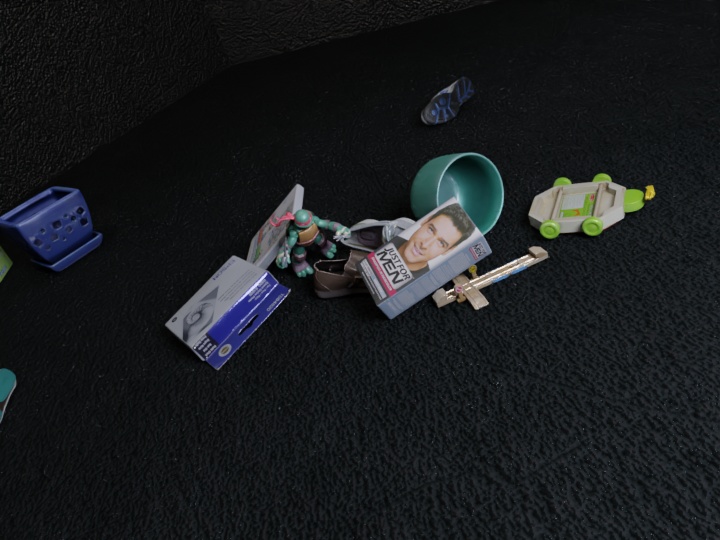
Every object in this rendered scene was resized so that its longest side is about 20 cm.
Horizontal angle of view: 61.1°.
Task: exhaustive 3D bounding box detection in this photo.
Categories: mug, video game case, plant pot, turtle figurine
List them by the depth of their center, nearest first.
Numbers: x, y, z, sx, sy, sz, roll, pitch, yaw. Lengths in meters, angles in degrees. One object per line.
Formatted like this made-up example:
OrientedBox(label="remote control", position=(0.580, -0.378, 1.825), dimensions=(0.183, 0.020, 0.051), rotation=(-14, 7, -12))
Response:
OrientedBox(label="mug", position=(0.156, -0.125, 1.110), dimensions=(0.185, 0.152, 0.114), rotation=(-39, 22, -20))
OrientedBox(label="turtle figurine", position=(-0.095, -0.060, 1.137), dimensions=(0.149, 0.200, 0.101), rotation=(-22, 72, -7))
OrientedBox(label="video game case", position=(-0.186, -0.075, 1.297), dimensions=(0.182, 0.024, 0.200), rotation=(-47, 22, 23))
OrientedBox(label="plant pot", position=(-0.879, -0.114, 1.748), dimensions=(0.200, 0.180, 0.200), rotation=(11, 45, 43))

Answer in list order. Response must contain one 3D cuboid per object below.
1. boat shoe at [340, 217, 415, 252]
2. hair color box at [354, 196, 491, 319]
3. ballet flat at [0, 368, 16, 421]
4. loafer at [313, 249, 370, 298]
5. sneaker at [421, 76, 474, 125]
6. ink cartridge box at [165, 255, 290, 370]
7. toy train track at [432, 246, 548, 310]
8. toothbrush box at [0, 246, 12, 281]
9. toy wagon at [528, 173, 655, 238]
OrientedBox(label="boat shoe", position=(0.042, -0.060, 1.147), dimensions=(0.065, 0.075, 0.202), rotation=(-21, 21, -33))
OrientedBox(label="hair color box", position=(0.101, -0.020, 0.999), dimensions=(0.200, 0.061, 0.099), rotation=(-34, 52, 7))
OrientedBox(label="ballet flat", position=(-0.723, 0.266, 1.171), dimensions=(0.069, 0.070, 0.200), rotation=(-22, 26, 1))
OrientedBox(label="loafer", position=(0.000, 0.000, 1.094), dimensions=(0.199, 0.071, 0.073), rotation=(-13, 32, 16))
OrientedBox(label="sneaker", position=(0.233, -0.455, 1.680), dimensions=(0.200, 0.076, 0.077), rotation=(-41, 13, -29))
OrientedBox(label="ink cartridge box", position=(-0.253, 0.070, 1.144), dimensions=(0.200, 0.041, 0.200), rotation=(-48, 37, -18))
OrientedBox(label="toy train track", position=(0.209, 0.002, 0.991), dimensions=(0.199, 0.033, 0.115), rotation=(-24, 30, -4))
OrientedBox(label="toothbrush box", position=(-1.136, -0.020, 1.804), dimensions=(0.086, 0.146, 0.200), rotation=(-23, 31, -2))
OrientedBox(label="toy wagon", position=(0.394, -0.111, 1.043), dimensions=(0.199, 0.040, 0.155), rotation=(-2, 36, 30))
